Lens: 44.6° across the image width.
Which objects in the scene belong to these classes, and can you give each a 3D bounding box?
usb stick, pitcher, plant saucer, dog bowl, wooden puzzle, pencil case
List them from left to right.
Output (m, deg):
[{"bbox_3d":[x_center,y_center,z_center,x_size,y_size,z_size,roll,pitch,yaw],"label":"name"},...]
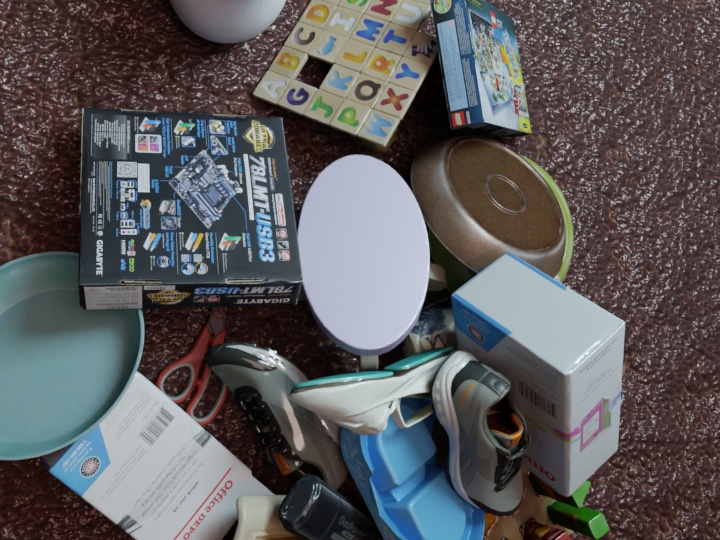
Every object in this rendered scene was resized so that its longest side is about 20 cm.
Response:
[{"bbox_3d":[-0.287,0.078,0.791,0.198,0.036,0.202,-2,60,4],"label":"plant saucer"},{"bbox_3d":[-0.123,-0.317,0.834,0.120,0.200,0.174,-13,92,-22],"label":"pitcher"},{"bbox_3d":[-0.086,0.320,0.842,0.185,0.037,0.202,31,69,-64],"label":"wooden puzzle"},{"bbox_3d":[-0.024,0.253,0.873,0.056,0.032,0.200,-59,147,-16],"label":"usb stick"},{"bbox_3d":[0.049,0.208,0.879,0.111,0.049,0.202,-31,98,-40],"label":"dog bowl"},{"bbox_3d":[0.134,0.062,0.966,0.198,0.078,0.090,-22,120,-9],"label":"pencil case"},{"bbox_3d":[0.146,-0.073,0.939,0.199,0.035,0.202,19,48,-22],"label":"plant saucer"},{"bbox_3d":[0.175,-0.043,1.033,0.198,0.031,0.203,2,86,-22],"label":"plant saucer"}]

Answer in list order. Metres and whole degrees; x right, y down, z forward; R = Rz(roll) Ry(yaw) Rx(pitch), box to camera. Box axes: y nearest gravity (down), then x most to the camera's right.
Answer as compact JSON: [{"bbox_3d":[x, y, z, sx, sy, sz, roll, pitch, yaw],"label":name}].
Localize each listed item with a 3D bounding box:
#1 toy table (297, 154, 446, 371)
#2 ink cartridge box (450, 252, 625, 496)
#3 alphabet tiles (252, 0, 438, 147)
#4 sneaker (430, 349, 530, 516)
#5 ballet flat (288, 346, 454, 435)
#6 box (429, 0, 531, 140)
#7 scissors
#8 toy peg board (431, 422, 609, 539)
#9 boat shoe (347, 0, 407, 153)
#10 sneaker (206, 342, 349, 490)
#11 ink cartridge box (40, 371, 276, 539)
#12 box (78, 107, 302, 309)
[{"bbox_3d":[0.000,0.000,0.885,0.182,0.117,0.202,6,68,2],"label":"toy table"},{"bbox_3d":[0.173,0.104,0.859,0.084,0.144,0.201,-35,138,-23],"label":"ink cartridge box"},{"bbox_3d":[0.002,-0.239,0.928,0.166,0.008,0.201,24,76,22],"label":"alphabet tiles"},{"bbox_3d":[0.126,0.170,0.843,0.074,0.079,0.201,-41,128,-28],"label":"sneaker"},{"bbox_3d":[0.024,0.118,0.815,0.199,0.069,0.070,-9,90,-41],"label":"ballet flat"},{"bbox_3d":[0.135,-0.218,0.956,0.200,0.037,0.138,-10,90,-65],"label":"box"},{"bbox_3d":[-0.145,0.058,0.908,0.073,0.014,0.202,28,76,-18],"label":"scissors"},{"bbox_3d":[0.163,0.251,0.976,0.198,0.098,0.202,-28,97,-21],"label":"toy peg board"},{"bbox_3d":[0.024,-0.225,0.968,0.068,0.071,0.202,35,66,-46],"label":"boat shoe"},{"bbox_3d":[-0.078,0.148,0.875,0.200,0.074,0.080,46,52,-17],"label":"sneaker"},{"bbox_3d":[-0.189,0.198,0.842,0.116,0.068,0.200,-50,114,-17],"label":"ink cartridge box"},{"bbox_3d":[-0.162,-0.061,0.830,0.196,0.050,0.202,0,59,-17],"label":"box"}]
